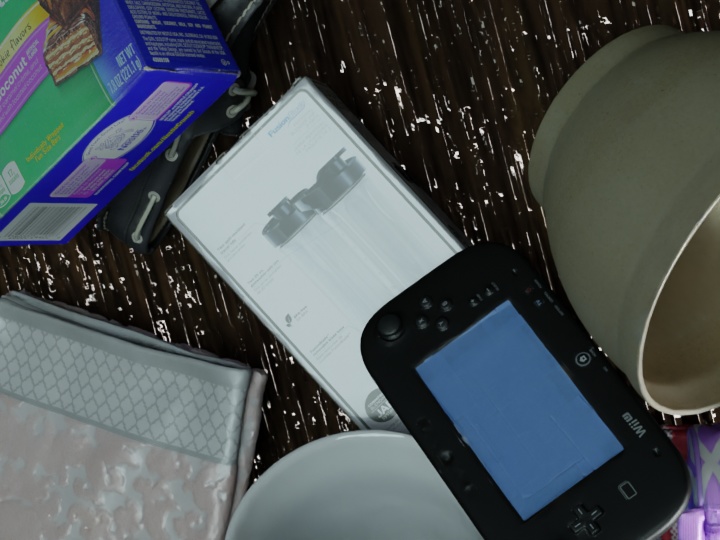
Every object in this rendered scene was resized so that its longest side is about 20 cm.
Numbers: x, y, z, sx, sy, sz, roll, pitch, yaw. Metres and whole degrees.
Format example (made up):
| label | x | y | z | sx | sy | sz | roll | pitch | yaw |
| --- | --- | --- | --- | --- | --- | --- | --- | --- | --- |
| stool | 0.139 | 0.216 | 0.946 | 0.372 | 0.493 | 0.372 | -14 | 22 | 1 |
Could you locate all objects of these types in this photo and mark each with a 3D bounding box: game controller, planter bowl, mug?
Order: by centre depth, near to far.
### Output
| label | x | y | z | sx | sy | sz | roll | pitch | yaw |
| --- | --- | --- | --- | --- | --- | --- | --- | --- | --- |
| game controller | 0.082 | 0.074 | 1.032 | 0.104 | 0.042 | 0.200 | -41 | 56 | 7 |
| planter bowl | 0.172 | -0.043 | 1.039 | 0.135 | 0.200 | 0.200 | 43 | 110 | 33 |
| mug | 0.025 | 0.211 | 1.083 | 0.148 | 0.175 | 0.200 | -29 | 55 | -12 |

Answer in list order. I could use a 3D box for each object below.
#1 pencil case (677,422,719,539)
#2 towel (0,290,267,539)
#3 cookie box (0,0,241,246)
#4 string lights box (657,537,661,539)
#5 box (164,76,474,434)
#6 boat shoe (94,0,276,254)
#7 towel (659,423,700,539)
| label | x | y | z | sx | sy | sz | roll | pitch | yaw |
| --- | --- | --- | --- | --- | --- | --- | --- | --- | --- |
| pencil case | 0.269 | 0.120 | 1.068 | 0.200 | 0.086 | 0.084 | -3 | 116 | 9 |
| towel | -0.159 | 0.125 | 1.196 | 0.200 | 0.032 | 0.191 | 15 | 96 | 27 |
| cookie box | -0.180 | -0.141 | 1.106 | 0.171 | 0.075 | 0.200 | -40 | 67 | 33 |
| string lights box | 0.119 | 0.201 | 1.054 | 0.059 | 0.200 | 0.103 | -4 | 101 | 18 |
| box | 0.000 | 0.000 | 1.138 | 0.117 | 0.060 | 0.200 | -45 | 84 | 10 |
| boat shoe | -0.094 | -0.095 | 1.153 | 0.060 | 0.074 | 0.200 | 40 | 110 | 6 |
| towel | 0.114 | 0.160 | 1.165 | 0.200 | 0.022 | 0.145 | -3 | 101 | 18 |
